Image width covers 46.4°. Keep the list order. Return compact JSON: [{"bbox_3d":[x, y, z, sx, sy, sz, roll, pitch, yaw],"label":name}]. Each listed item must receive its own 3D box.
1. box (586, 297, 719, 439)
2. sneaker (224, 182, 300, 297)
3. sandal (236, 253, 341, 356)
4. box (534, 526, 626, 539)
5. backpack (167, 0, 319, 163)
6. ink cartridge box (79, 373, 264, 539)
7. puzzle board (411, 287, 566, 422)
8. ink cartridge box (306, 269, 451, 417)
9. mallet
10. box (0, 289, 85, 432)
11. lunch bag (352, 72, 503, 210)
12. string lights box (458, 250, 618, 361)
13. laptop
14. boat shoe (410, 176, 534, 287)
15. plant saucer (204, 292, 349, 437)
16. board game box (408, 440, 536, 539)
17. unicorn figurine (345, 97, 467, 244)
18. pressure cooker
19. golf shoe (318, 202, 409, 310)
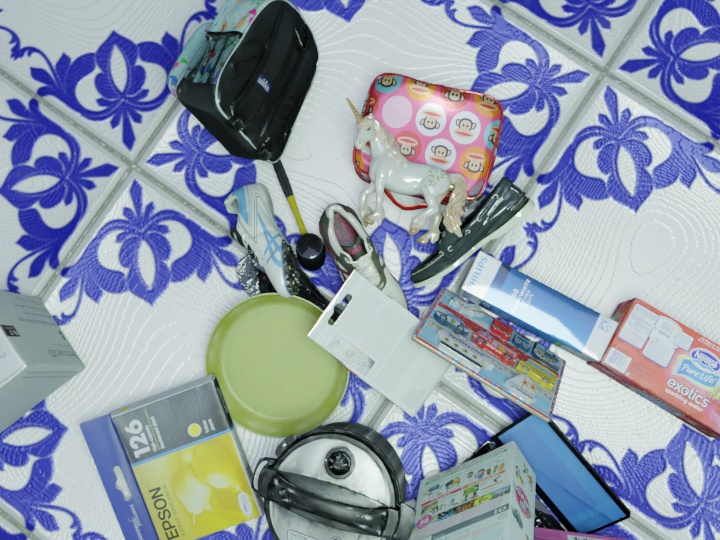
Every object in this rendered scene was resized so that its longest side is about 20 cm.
[{"bbox_3d":[0.414,0.130,1.104,0.199,0.095,0.100,30,86,6],"label":"box"},{"bbox_3d":[-0.133,-0.036,1.143,0.072,0.072,0.201,-26,53,0],"label":"sneaker"},{"bbox_3d":[-0.088,0.039,1.167,0.200,0.048,0.076,37,87,7],"label":"sandal"},{"bbox_3d":[0.236,0.433,1.041,0.173,0.097,0.203,6,107,4],"label":"box"},{"bbox_3d":[-0.150,-0.269,1.145,0.149,0.178,0.202,20,76,34],"label":"backpack"},{"bbox_3d":[-0.255,0.267,1.129,0.198,0.047,0.200,-20,98,-3],"label":"ink cartridge box"},{"bbox_3d":[0.174,0.103,1.103,0.199,0.151,0.018,31,120,6],"label":"puzzle board"},{"bbox_3d":[0.025,0.093,1.107,0.199,0.050,0.109,39,85,-24],"label":"ink cartridge box"},{"bbox_3d":[-0.096,-0.092,1.195,0.041,0.066,0.202,-20,67,-5],"label":"mallet"},{"bbox_3d":[-0.506,0.133,1.102,0.199,0.199,0.131,-36,83,-2],"label":"box"},{"bbox_3d":[0.090,-0.168,1.166,0.197,0.082,0.178,15,84,4],"label":"lunch bag"},{"bbox_3d":[0.231,0.050,1.121,0.198,0.103,0.059,28,87,6],"label":"string lights box"},{"bbox_3d":[0.209,0.308,1.090,0.200,0.103,0.178,-40,82,-3],"label":"laptop"},{"bbox_3d":[0.136,-0.053,1.130,0.199,0.075,0.066,-36,99,25],"label":"boat shoe"},{"bbox_3d":[-0.112,0.127,1.145,0.197,0.031,0.203,1,100,3],"label":"plant saucer"},{"bbox_3d":[0.132,0.310,1.004,0.147,0.200,0.065,-29,107,24],"label":"board game box"},{"bbox_3d":[0.048,-0.120,1.104,0.198,0.074,0.139,18,84,-9],"label":"unicorn figurine"},{"bbox_3d":[-0.033,0.281,1.055,0.174,0.200,0.180,-27,82,2],"label":"pressure cooker"},{"bbox_3d":[0.000,0.000,1.149,0.077,0.088,0.201,-31,84,-3],"label":"golf shoe"}]
